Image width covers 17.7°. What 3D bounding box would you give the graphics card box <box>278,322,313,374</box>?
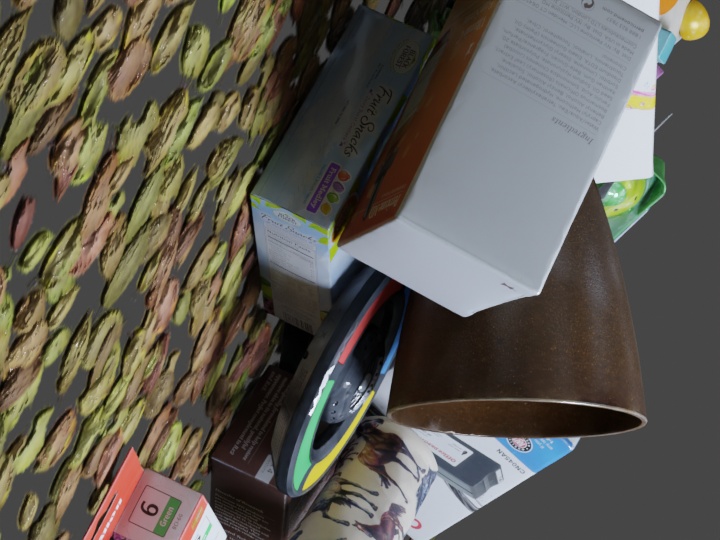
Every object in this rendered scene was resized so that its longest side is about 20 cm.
[{"bbox_3d":[0.000,0.000,1.866,0.200,0.051,0.126,-56,165,-38],"label":"graphics card box"}]

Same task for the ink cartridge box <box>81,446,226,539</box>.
[{"bbox_3d":[-0.147,0.199,1.589,0.109,0.050,0.200,-63,169,-15],"label":"ink cartridge box"}]

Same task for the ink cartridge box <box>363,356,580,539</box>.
[{"bbox_3d":[0.069,0.113,1.851,0.200,0.145,0.084,-38,-166,42],"label":"ink cartridge box"}]

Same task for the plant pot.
[{"bbox_3d":[0.114,0.010,1.670,0.187,0.186,0.201,61,30,-76],"label":"plant pot"}]

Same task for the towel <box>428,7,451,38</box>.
[{"bbox_3d":[0.071,-0.095,1.785,0.149,0.031,0.201,-92,180,-76],"label":"towel"}]

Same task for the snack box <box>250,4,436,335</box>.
[{"bbox_3d":[-0.009,-0.064,1.650,0.169,0.067,0.200,-61,167,-21],"label":"snack box"}]

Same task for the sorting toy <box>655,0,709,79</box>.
[{"bbox_3d":[0.200,-0.171,2.014,0.180,0.107,0.200,-51,-175,-39],"label":"sorting toy"}]

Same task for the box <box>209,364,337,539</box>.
[{"bbox_3d":[-0.070,0.176,1.847,0.100,0.075,0.200,-58,167,-33],"label":"box"}]

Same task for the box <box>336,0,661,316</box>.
[{"bbox_3d":[0.088,-0.087,1.511,0.201,0.106,0.152,-64,-169,-13],"label":"box"}]

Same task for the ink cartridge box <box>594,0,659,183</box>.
[{"bbox_3d":[0.145,-0.182,1.733,0.200,0.144,0.148,85,2,-47],"label":"ink cartridge box"}]

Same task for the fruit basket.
[{"bbox_3d":[0.183,-0.039,1.958,0.185,0.094,0.200,-46,-174,32],"label":"fruit basket"}]

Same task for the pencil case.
[{"bbox_3d":[-0.013,0.200,1.765,0.200,0.089,0.078,-58,175,-41],"label":"pencil case"}]

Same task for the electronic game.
[{"bbox_3d":[-0.008,0.075,1.688,0.200,0.042,0.200,-58,167,-21],"label":"electronic game"}]

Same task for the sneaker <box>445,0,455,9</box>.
[{"bbox_3d":[0.095,-0.166,1.895,0.200,0.078,0.080,94,17,-64],"label":"sneaker"}]
